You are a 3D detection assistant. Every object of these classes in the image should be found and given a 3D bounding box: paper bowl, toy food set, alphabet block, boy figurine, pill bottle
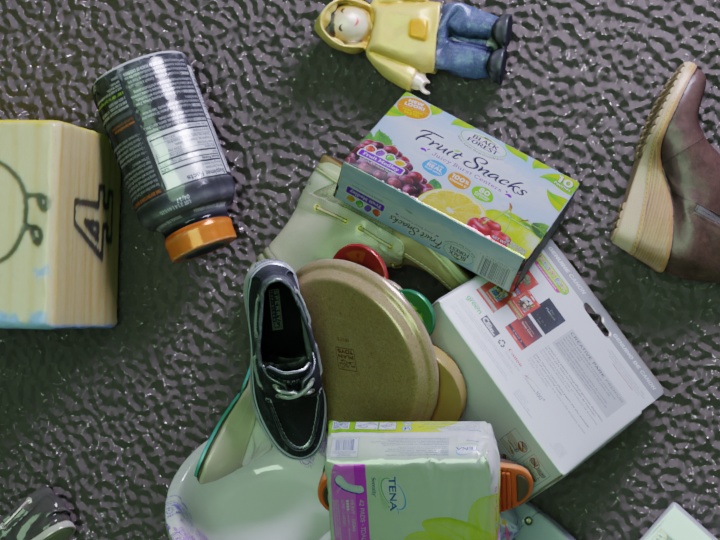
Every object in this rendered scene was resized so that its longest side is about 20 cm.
[{"bbox_3d":[-0.085,0.248,1.682,0.199,0.105,0.201,-8,43,8],"label":"paper bowl"},{"bbox_3d":[0.001,0.074,1.632,0.199,0.049,0.199,-12,105,44],"label":"toy food set"},{"bbox_3d":[-0.359,-0.043,1.727,0.194,0.196,0.202,0,89,10],"label":"alphabet block"},{"bbox_3d":[0.052,-0.242,1.713,0.199,0.064,0.125,12,94,8],"label":"boy figurine"},{"bbox_3d":[-0.192,-0.112,1.738,0.106,0.106,0.201,-22,85,10],"label":"pill bottle"}]

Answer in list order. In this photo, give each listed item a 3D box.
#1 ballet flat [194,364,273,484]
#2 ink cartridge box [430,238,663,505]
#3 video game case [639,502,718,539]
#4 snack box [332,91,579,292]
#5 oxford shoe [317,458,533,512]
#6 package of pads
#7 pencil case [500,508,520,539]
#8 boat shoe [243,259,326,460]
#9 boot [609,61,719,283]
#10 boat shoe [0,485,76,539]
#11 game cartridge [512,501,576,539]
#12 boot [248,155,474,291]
[{"bbox_3d":[-0.099,0.137,1.688,0.069,0.070,0.201,14,48,11],"label":"ballet flat"},{"bbox_3d":[0.168,0.092,1.655,0.200,0.175,0.084,55,141,8],"label":"ink cartridge box"},{"bbox_3d":[0.308,0.361,1.668,0.182,0.024,0.200,41,97,10],"label":"video game case"},{"bbox_3d":[0.094,-0.079,1.663,0.199,0.142,0.053,29,133,10],"label":"snack box"},{"bbox_3d":[0.062,0.185,1.600,0.198,0.073,0.072,1,122,6],"label":"oxford shoe"},{"bbox_3d":[0.051,0.230,1.543,0.153,0.068,0.201,-1,120,5],"label":"package of pads"},{"bbox_3d":[0.062,0.280,1.660,0.200,0.083,0.091,-43,47,9],"label":"pencil case"},{"bbox_3d":[-0.067,0.092,1.603,0.071,0.068,0.201,-9,108,-9],"label":"boat shoe"},{"bbox_3d":[0.346,-0.085,1.659,0.165,0.072,0.201,19,91,-1],"label":"boot"},{"bbox_3d":[-0.388,0.300,1.797,0.199,0.067,0.057,-35,67,4],"label":"boat shoe"},{"bbox_3d":[0.173,0.321,1.677,0.133,0.042,0.200,-42,72,5],"label":"game cartridge"},{"bbox_3d":[0.000,0.000,1.715,0.200,0.072,0.155,37,96,15],"label":"boot"}]
